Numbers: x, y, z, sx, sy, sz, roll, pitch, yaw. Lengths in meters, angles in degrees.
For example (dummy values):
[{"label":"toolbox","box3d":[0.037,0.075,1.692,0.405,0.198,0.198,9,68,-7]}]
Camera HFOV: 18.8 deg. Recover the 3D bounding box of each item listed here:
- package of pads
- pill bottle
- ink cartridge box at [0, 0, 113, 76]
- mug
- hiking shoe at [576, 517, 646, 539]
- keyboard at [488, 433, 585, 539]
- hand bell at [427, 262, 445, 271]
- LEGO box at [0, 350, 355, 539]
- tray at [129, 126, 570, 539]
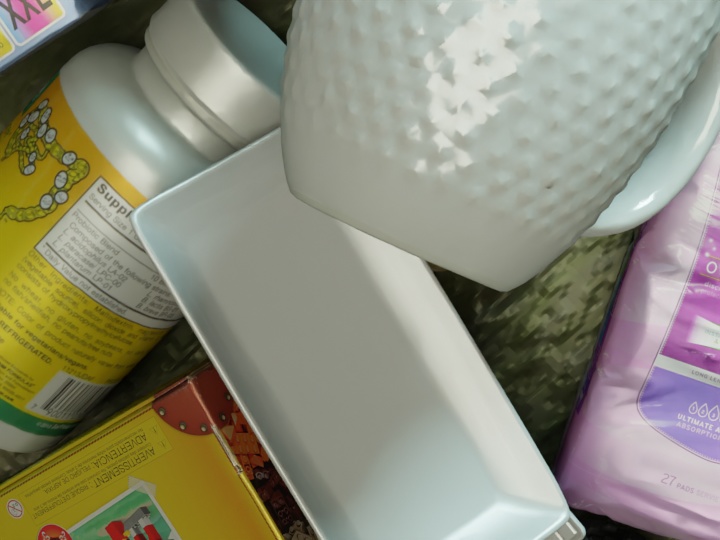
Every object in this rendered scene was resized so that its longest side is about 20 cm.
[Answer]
[{"label":"package of pads","box3d":[0.167,0.026,0.937,0.120,0.076,0.201,19,106,3]},{"label":"pill bottle","box3d":[-0.110,-0.025,0.940,0.113,0.113,0.200,44,106,-6]},{"label":"ink cartridge box","box3d":[-0.216,-0.164,0.937,0.136,0.076,0.200,-32,97,14]},{"label":"mug","box3d":[0.068,-0.083,0.806,0.200,0.147,0.176,22,94,-42]},{"label":"hiking shoe","box3d":[0.124,0.196,0.978,0.101,0.076,0.200,-37,112,21]},{"label":"keyboard","box3d":[0.028,0.144,0.971,0.056,0.011,0.200,53,134,13]},{"label":"hand bell","box3d":[0.000,0.000,0.961,0.104,0.104,0.200,43,119,-5]},{"label":"LEGO box","box3d":[-0.081,0.133,0.933,0.200,0.077,0.149,-30,92,34]},{"label":"tray","box3d":[-0.005,0.042,0.877,0.107,0.022,0.201,-31,90,-31]}]
